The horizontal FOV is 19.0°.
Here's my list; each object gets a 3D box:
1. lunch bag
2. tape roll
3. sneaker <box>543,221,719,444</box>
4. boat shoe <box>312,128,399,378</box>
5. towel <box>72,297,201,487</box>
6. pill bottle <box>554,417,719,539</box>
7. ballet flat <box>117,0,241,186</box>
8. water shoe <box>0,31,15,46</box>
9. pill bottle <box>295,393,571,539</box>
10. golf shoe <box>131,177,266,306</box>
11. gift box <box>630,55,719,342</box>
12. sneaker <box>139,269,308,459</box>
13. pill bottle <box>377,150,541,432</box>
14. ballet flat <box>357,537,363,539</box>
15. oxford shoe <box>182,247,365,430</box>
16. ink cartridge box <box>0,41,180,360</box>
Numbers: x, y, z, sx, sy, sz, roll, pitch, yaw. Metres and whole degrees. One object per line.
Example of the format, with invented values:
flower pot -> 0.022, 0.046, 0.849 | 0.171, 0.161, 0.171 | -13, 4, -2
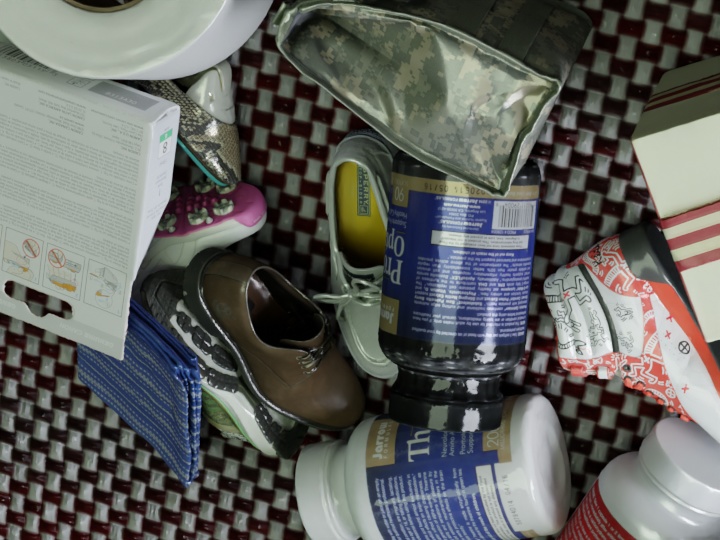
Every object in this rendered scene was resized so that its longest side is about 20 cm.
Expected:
lunch bag -> 0.048, -0.160, 1.520 | 0.200, 0.164, 0.118 | 27, 115, 4
tape roll -> -0.165, -0.237, 1.541 | 0.202, 0.139, 0.203 | 1, 94, 11
sneaker -> 0.218, 0.070, 1.620 | 0.108, 0.067, 0.202 | -28, 98, 25
boat shoe -> 0.005, -0.001, 1.646 | 0.074, 0.086, 0.202 | 4, 113, 16
towel -> -0.181, 0.081, 1.698 | 0.145, 0.024, 0.200 | 41, 154, 19
pill bottle -> 0.213, 0.214, 1.656 | 0.112, 0.112, 0.200 | 32, 118, 3
ballet flat -> -0.147, -0.156, 1.644 | 0.200, 0.068, 0.075 | 46, 108, -1
water shoe -> -0.234, -0.107, 1.660 | 0.079, 0.071, 0.200 | -29, 85, 45
pill bottle -> 0.056, 0.163, 1.684 | 0.200, 0.111, 0.111 | -10, 109, 20
golf shoe -> -0.152, -0.012, 1.708 | 0.200, 0.075, 0.092 | -16, 122, 25
gift box -> 0.307, -0.059, 1.468 | 0.186, 0.200, 0.185 | -17, 111, 22
sneaker -> -0.127, 0.081, 1.710 | 0.088, 0.077, 0.200 | -9, 131, 37
pill bottle -> 0.071, 0.014, 1.590 | 0.112, 0.112, 0.200 | 7, 97, 15
ballet flat -> 0.043, 0.302, 1.784 | 0.200, 0.070, 0.065 | 54, 144, -6
oxford shoe -> -0.051, 0.063, 1.663 | 0.084, 0.073, 0.200 | 6, 149, 47
ink cartridge box -> -0.222, -0.052, 1.598 | 0.161, 0.050, 0.200 | 20, 121, 19
